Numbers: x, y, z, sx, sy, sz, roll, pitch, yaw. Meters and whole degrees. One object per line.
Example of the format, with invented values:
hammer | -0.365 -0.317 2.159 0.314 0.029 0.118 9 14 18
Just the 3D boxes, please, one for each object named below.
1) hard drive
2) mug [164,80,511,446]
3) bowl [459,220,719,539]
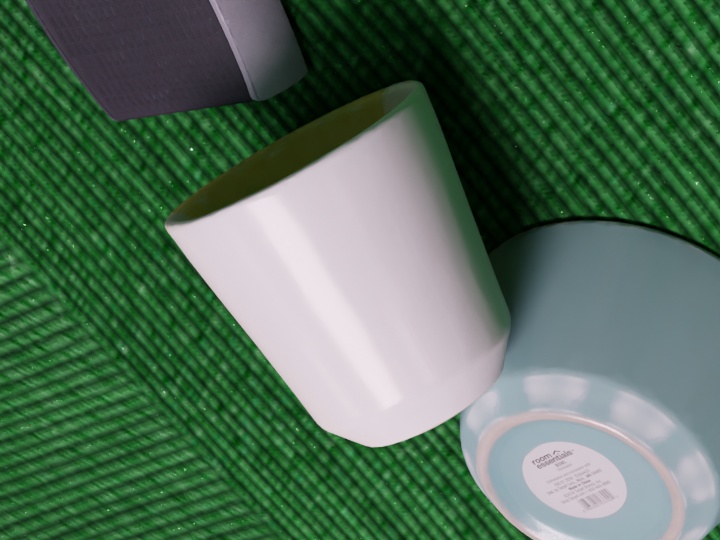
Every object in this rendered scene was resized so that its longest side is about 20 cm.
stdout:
hard drive | -0.123 -0.164 1.259 0.135 0.042 0.200 -5 128 32
mug | 0.006 -0.002 1.266 0.149 0.187 0.153 -26 101 21
bowl | 0.134 0.082 1.314 0.200 0.105 0.201 15 136 14
